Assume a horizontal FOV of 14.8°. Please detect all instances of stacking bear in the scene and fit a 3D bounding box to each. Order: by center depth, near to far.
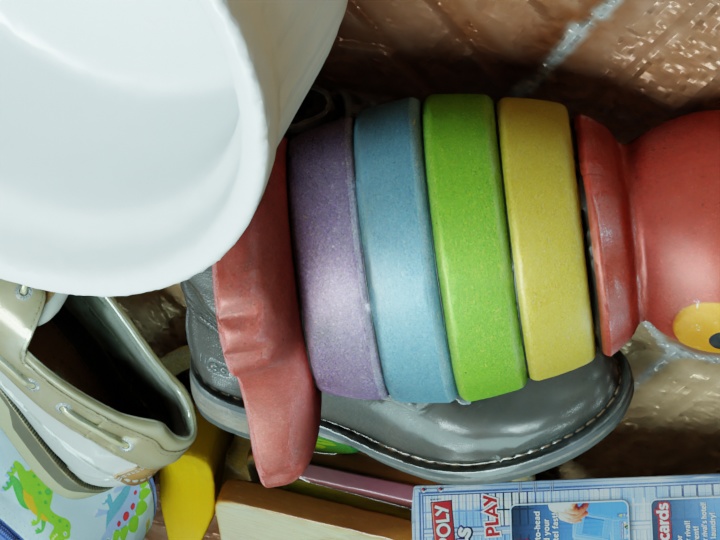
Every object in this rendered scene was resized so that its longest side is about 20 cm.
[{"bbox_3d":[0.056,-0.007,0.945,0.200,0.114,0.122,-6,146,4],"label":"stacking bear"}]

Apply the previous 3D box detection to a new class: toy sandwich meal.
[{"bbox_3d":[-0.016,0.101,1.219,0.205,0.070,0.205,14,150,8],"label":"toy sandwich meal"}]

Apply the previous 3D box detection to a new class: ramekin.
[{"bbox_3d":[-0.099,-0.098,0.865,0.200,0.098,0.201,18,138,17],"label":"ramekin"}]

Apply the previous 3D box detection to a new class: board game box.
[{"bbox_3d":[0.113,0.128,1.148,0.200,0.062,0.200,2,164,-7],"label":"board game box"}]

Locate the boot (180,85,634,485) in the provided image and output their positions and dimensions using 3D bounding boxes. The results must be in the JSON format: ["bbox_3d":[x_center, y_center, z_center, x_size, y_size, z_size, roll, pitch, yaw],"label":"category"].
[{"bbox_3d":[0.000,0.000,1.052,0.200,0.069,0.174,3,140,12],"label":"boot"}]

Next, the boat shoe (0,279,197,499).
[{"bbox_3d":[-0.140,0.006,1.114,0.068,0.075,0.200,-19,122,39],"label":"boat shoe"}]

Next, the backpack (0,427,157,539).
[{"bbox_3d":[-0.205,0.106,1.225,0.200,0.147,0.183,32,150,-2],"label":"backpack"}]
